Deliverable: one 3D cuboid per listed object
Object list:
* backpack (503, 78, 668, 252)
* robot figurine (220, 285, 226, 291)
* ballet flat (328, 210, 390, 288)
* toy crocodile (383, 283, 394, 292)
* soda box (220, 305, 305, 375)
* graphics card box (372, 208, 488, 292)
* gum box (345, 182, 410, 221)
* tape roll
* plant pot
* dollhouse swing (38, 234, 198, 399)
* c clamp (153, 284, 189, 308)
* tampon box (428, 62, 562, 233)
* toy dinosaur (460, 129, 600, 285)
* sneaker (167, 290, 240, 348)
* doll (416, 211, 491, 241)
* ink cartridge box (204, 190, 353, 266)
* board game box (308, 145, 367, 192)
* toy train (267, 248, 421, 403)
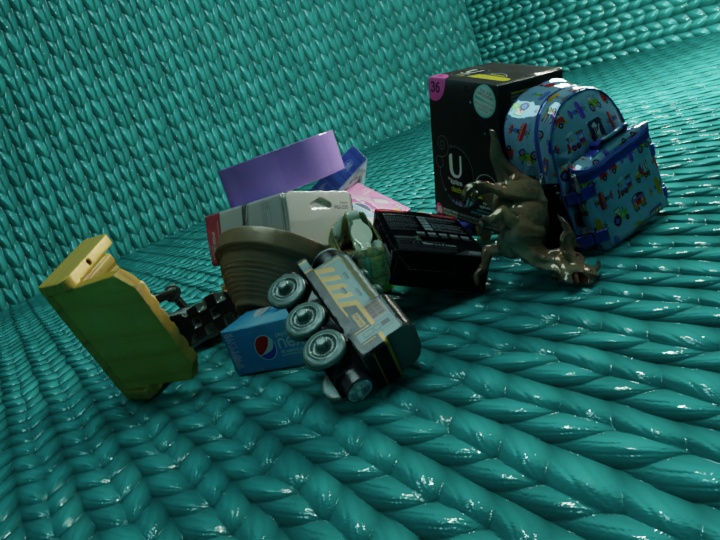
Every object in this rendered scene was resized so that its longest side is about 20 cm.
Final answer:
[{"bbox_3d":[0.278,-0.142,0.950,0.181,0.204,0.134,-27,14,-28],"label":"backpack"},{"bbox_3d":[-0.139,0.011,1.297,0.197,0.059,0.145,-23,12,-13],"label":"robot figurine"},{"bbox_3d":[-0.004,-0.039,0.952,0.069,0.072,0.201,-21,26,-1],"label":"ballet flat"},{"bbox_3d":[0.000,0.000,1.117,0.061,0.069,0.199,-25,12,-17],"label":"toy crocodile"},{"bbox_3d":[-0.076,0.076,0.944,0.197,0.065,0.068,-13,16,31],"label":"soda box"},{"bbox_3d":[0.086,-0.030,0.997,0.123,0.052,0.200,5,17,-9],"label":"graphics card box"},{"bbox_3d":[-0.001,-0.077,1.301,0.112,0.067,0.200,26,31,14],"label":"gum box"},{"bbox_3d":[-0.127,-0.163,1.217,0.196,0.067,0.200,-20,10,4],"label":"tape roll"},{"bbox_3d":[-0.116,0.024,1.059,0.198,0.200,0.094,-8,61,43],"label":"plant pot"},{"bbox_3d":[-0.295,0.048,1.026,0.173,0.202,0.183,-21,25,23],"label":"dollhouse swing"},{"bbox_3d":[-0.315,0.069,1.248,0.169,0.027,0.200,-32,-17,-3],"label":"c clamp"},{"bbox_3d":[0.191,-0.179,1.066,0.124,0.204,0.149,-19,25,-29],"label":"tampon box"},{"bbox_3d":[0.194,-0.062,0.876,0.132,0.204,0.086,-6,-20,-4],"label":"toy dinosaur"},{"bbox_3d":[-0.268,0.092,1.201,0.196,0.076,0.088,-20,-5,9],"label":"sneaker"},{"bbox_3d":[0.149,-0.074,1.212,0.135,0.049,0.198,-22,14,-33],"label":"doll"},{"bbox_3d":[-0.123,-0.063,1.159,0.144,0.087,0.198,-7,-4,-45],"label":"ink cartridge box"},{"bbox_3d":[-0.070,-0.119,1.387,0.200,0.043,0.199,-47,-5,-7],"label":"board game box"},{"bbox_3d":[-0.021,0.052,0.802,0.113,0.086,0.200,-31,42,-8],"label":"toy train"}]
